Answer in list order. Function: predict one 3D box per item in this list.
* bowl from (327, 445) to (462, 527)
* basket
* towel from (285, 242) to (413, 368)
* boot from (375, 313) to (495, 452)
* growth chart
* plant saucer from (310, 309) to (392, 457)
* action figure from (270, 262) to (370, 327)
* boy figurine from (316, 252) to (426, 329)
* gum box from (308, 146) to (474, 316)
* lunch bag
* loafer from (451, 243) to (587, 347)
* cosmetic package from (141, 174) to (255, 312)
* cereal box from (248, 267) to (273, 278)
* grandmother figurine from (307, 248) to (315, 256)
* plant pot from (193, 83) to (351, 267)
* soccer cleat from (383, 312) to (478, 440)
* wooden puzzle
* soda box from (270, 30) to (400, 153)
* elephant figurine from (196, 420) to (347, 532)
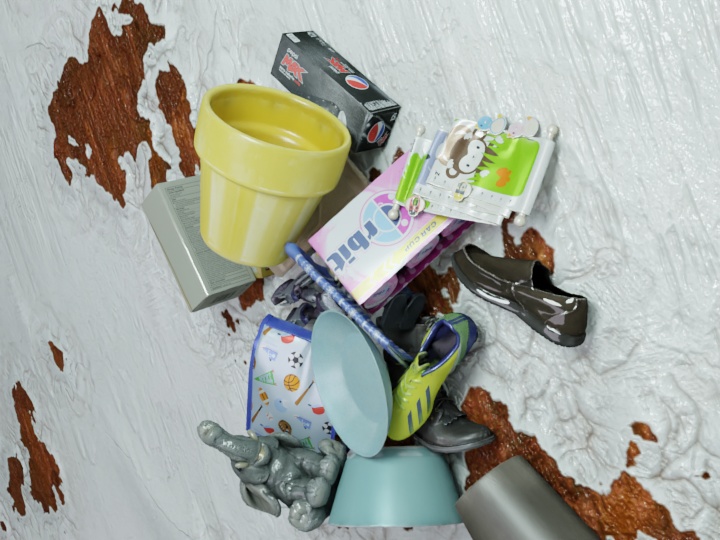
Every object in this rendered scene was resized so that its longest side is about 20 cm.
[{"bbox_3d":[0.051,0.303,1.315,0.199,0.199,0.107,-16,71,47],"label":"bowl"},{"bbox_3d":[0.220,0.351,1.178,0.201,0.135,0.181,53,131,25],"label":"basket"},{"bbox_3d":[-0.013,0.045,1.239,0.024,0.145,0.200,-46,68,-1],"label":"towel"},{"bbox_3d":[0.097,0.150,1.287,0.198,0.069,0.177,7,100,38],"label":"boot"},{"bbox_3d":[0.135,-0.123,1.124,0.197,0.018,0.147,8,79,32],"label":"growth chart"},{"bbox_3d":[-0.004,0.148,1.255,0.200,0.038,0.204,34,131,50],"label":"plant saucer"},{"bbox_3d":[-0.061,0.052,1.410,0.199,0.069,0.131,-11,114,56],"label":"action figure"},{"bbox_3d":[0.000,0.000,1.295,0.200,0.123,0.065,42,117,36],"label":"boy figurine"},{"bbox_3d":[0.047,-0.055,1.197,0.200,0.066,0.114,-42,68,2],"label":"gum box"},{"bbox_3d":[-0.078,0.174,1.413,0.168,0.124,0.203,19,127,21],"label":"lunch bag"},{"bbox_3d":[0.200,0.014,1.137,0.199,0.073,0.072,34,116,28],"label":"loafer"},{"bbox_3d":[-0.263,-0.046,1.513,0.073,0.103,0.202,-38,75,47],"label":"cosmetic package"},{"bbox_3d":[-0.225,-0.059,1.573,0.198,0.039,0.146,0,103,47],"label":"cereal box"},{"bbox_3d":[-0.083,-0.118,1.393,0.121,0.060,0.203,26,118,49],"label":"grandmother figurine"},{"bbox_3d":[-0.131,-0.119,1.233,0.200,0.199,0.191,39,124,31],"label":"plant pot"},{"bbox_3d":[0.079,0.138,1.220,0.065,0.083,0.202,41,109,27],"label":"soccer cleat"},{"bbox_3d":[-0.110,-0.122,1.335,0.200,0.037,0.185,-44,85,16],"label":"wooden puzzle"},{"bbox_3d":[-0.038,-0.251,1.295,0.200,0.063,0.071,46,131,27],"label":"soda box"},{"bbox_3d":[-0.126,0.284,1.346,0.197,0.141,0.158,15,114,15],"label":"elephant figurine"}]
